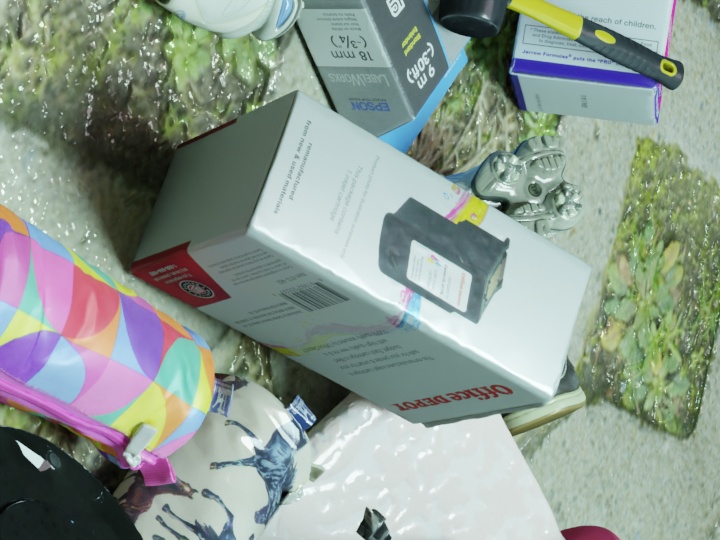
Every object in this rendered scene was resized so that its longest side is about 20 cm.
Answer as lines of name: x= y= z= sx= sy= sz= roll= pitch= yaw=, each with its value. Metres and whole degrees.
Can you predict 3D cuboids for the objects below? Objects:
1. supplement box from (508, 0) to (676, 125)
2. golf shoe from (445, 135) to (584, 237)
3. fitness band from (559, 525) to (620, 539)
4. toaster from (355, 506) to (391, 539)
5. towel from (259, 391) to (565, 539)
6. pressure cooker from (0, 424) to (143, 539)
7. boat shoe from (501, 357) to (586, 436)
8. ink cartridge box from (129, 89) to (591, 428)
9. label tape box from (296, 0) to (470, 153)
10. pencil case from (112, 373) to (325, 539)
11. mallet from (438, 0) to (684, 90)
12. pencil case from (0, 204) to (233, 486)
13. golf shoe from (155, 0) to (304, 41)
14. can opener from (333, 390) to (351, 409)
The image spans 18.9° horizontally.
supplement box: x=0.166 y=-0.211 z=1.456 sx=0.101 sy=0.102 sz=0.202 roll=48 pitch=50 yaw=-78
golf shoe: x=0.038 y=-0.022 z=1.324 sx=0.198 sy=0.097 sz=0.079 roll=-10 pitch=78 yaw=-29
fitness band: x=0.087 y=0.231 z=1.342 sx=0.038 sy=0.199 sz=0.144 roll=52 pitch=14 yaw=-14
toaster: x=0.016 y=0.253 z=1.170 sx=0.200 sy=0.181 sz=0.119 roll=33 pitch=21 yaw=-45
towel: x=0.017 y=0.160 z=1.287 sx=0.200 sy=0.032 sz=0.192 roll=-42 pitch=121 yaw=-19
pressure cooker: x=-0.194 y=0.179 z=0.917 sx=0.176 sy=0.199 sz=0.180 roll=36 pitch=30 yaw=-44
boat shoe: x=0.102 y=0.065 z=1.404 sx=0.200 sy=0.073 sz=0.065 roll=-95 pitch=165 yaw=-87
ink cartridge box: x=0.000 y=0.000 z=1.154 sx=0.199 sy=0.145 sz=0.083 roll=29 pitch=67 yaw=-24
label tape box: x=0.030 y=-0.164 z=1.317 sx=0.145 sy=0.063 sz=0.201 roll=-56 pitch=135 yaw=-35
pencil case: x=-0.097 y=0.146 z=1.143 sx=0.201 sy=0.089 sz=0.078 roll=-56 pitch=175 yaw=-37
mallet: x=0.129 y=-0.162 z=1.329 sx=0.199 sy=0.041 sz=0.067 roll=11 pitch=80 yaw=-38
pencil case: x=-0.150 y=0.034 z=1.057 sx=0.200 sy=0.088 sz=0.089 roll=37 pitch=64 yaw=-48
golf shoe: x=-0.069 y=-0.227 z=1.160 sx=0.097 sy=0.078 sz=0.202 roll=1 pitch=91 yaw=-50
can opener: x=0.016 y=0.103 z=1.322 sx=0.053 sy=0.066 sz=0.202 roll=27 pitch=72 yaw=-53
